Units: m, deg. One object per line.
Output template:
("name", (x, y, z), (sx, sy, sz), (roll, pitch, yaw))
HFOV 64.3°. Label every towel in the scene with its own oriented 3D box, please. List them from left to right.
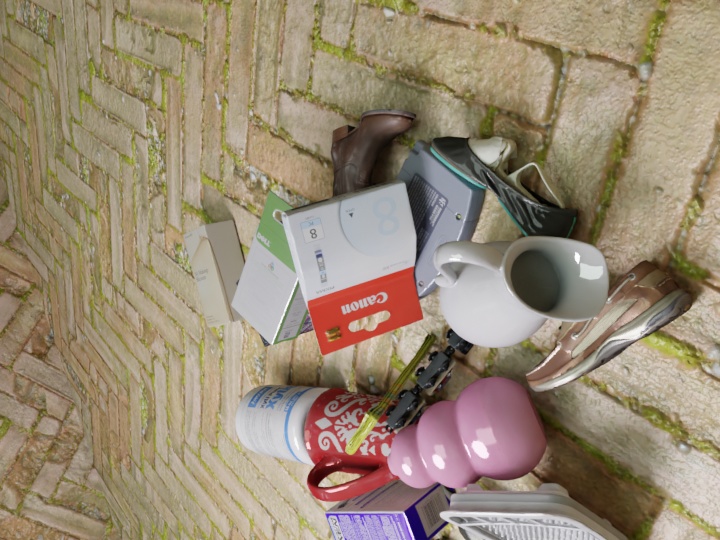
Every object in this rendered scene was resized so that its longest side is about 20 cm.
("towel", (0.044, 0.164, 0.784), (0.018, 0.200, 0.086), (37, 127, 10))

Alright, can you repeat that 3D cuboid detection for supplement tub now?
("supplement tub", (-0.123, 0.275, 1.037), (0.199, 0.131, 0.133), (-9, 95, 46))

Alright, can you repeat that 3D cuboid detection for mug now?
("mug", (0.022, 0.274, 0.873), (0.199, 0.133, 0.179), (-7, 58, 43))

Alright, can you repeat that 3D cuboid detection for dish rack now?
("dish rack", (0.210, 0.297, 0.676), (0.171, 0.200, 0.044), (-19, 44, 39))

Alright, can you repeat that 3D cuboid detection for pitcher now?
("pitcher", (0.141, 0.015, 0.632), (0.200, 0.170, 0.122), (140, 146, -74))

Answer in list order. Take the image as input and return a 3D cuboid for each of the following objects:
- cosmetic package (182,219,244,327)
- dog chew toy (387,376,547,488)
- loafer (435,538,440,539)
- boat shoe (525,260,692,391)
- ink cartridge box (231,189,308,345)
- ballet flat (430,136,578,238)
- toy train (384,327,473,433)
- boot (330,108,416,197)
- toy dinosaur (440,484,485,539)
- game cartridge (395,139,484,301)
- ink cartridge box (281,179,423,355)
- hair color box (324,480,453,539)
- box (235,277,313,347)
("cosmetic package", (-0.288, 0.008, 1.176), (0.103, 0.073, 0.202), (-15, 91, 47))
("dog chew toy", (0.127, 0.215, 0.723), (0.199, 0.124, 0.125), (-24, 83, 14))
("loafer", (0.117, 0.456, 0.878), (0.199, 0.073, 0.072), (-2, 102, 47))
("boat shoe", (0.256, 0.064, 0.627), (0.200, 0.075, 0.072), (-46, 64, 33))
("ink cartridge box", (-0.110, -0.005, 0.828), (0.104, 0.059, 0.201), (38, 119, 28))
("ballet flat", (0.172, -0.110, 0.671), (0.200, 0.068, 0.069), (45, 121, 15))
("toy train", (0.100, 0.140, 0.771), (0.201, 0.046, 0.034), (-53, 51, 5))
("boot", (0.013, -0.110, 0.801), (0.186, 0.064, 0.202), (-4, 82, 60))
("toy dinosaur", (0.165, 0.369, 0.785), (0.102, 0.076, 0.202), (102, 161, -70))
("game cartridge", (0.086, -0.058, 0.791), (0.133, 0.041, 0.201), (49, 132, 29))
("ink cartridge box", (0.000, 0.000, 0.745), (0.047, 0.159, 0.202), (-154, 48, -70))
("hair color box", (0.047, 0.383, 0.905), (0.199, 0.109, 0.065), (-25, 85, 47))
("box", (-0.097, 0.017, 0.947), (0.200, 0.114, 0.133), (-41, 71, 42))
